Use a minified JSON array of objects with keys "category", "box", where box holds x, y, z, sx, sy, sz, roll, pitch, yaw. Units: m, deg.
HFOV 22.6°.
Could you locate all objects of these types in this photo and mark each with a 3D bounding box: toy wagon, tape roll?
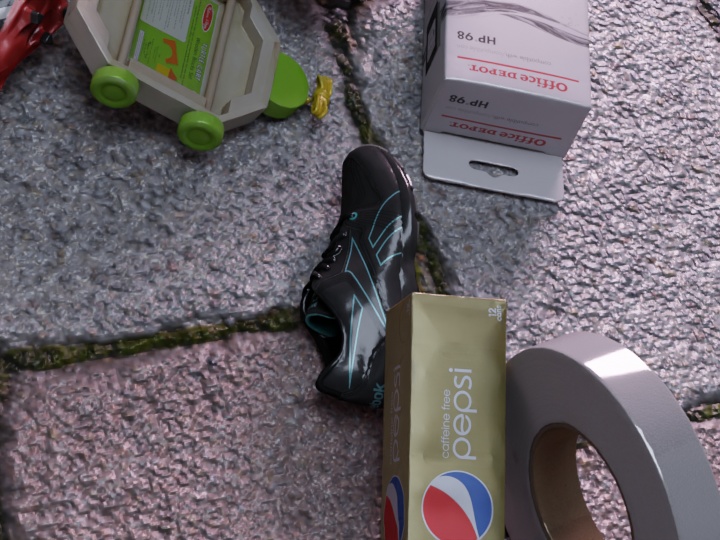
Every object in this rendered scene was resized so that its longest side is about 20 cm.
[{"category":"toy wagon","box":[-0.112,-0.156,1.277,0.199,0.040,0.156,27,52,-24]},{"category":"tape roll","box":[0.144,0.137,1.083,0.037,0.203,0.204,-17,64,-24]}]

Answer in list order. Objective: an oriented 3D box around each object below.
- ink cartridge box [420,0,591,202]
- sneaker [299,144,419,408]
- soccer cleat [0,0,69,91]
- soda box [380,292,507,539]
[{"category":"ink cartridge box","box":[0.109,-0.158,1.344,0.115,0.067,0.201,10,56,-11]},{"category":"sneaker","box":[0.000,0.000,1.205,0.079,0.076,0.201,1,58,-14]},{"category":"soccer cleat","box":[-0.277,-0.144,1.225,0.085,0.069,0.200,21,59,26]},{"category":"soda box","box":[0.051,0.118,1.108,0.064,0.068,0.202,4,77,-13]}]
